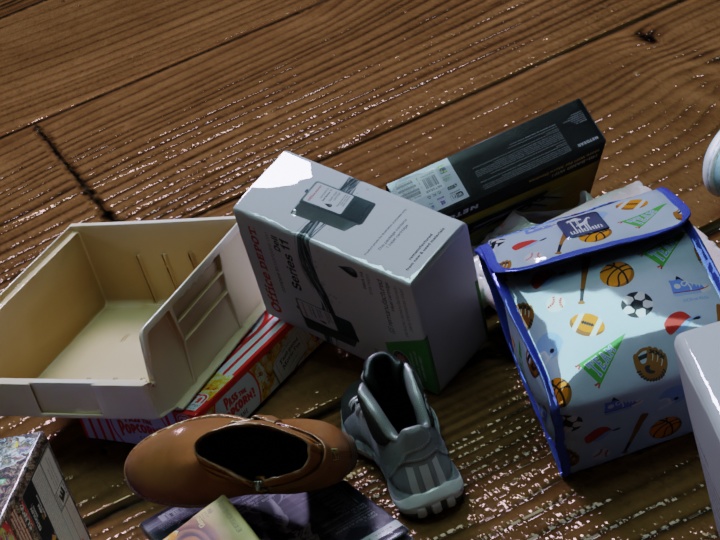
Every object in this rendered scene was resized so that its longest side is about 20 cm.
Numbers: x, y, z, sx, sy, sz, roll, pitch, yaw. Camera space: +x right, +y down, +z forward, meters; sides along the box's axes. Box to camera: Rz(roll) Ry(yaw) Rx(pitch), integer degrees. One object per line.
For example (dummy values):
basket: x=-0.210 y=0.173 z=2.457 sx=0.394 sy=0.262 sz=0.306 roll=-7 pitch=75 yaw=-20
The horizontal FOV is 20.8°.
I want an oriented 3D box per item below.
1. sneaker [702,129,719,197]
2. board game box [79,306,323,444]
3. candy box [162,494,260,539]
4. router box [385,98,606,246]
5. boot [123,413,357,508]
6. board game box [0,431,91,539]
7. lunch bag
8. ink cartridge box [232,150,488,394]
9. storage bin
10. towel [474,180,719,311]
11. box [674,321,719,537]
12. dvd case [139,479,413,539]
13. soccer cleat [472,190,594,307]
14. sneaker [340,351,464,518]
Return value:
sneaker: x=0.418 y=-0.114 z=1.781 sx=0.200 sy=0.080 sz=0.131 roll=-29 pitch=27 yaw=-18
board game box: x=-0.141 y=0.086 z=1.785 sx=0.151 sy=0.046 sz=0.200 roll=3 pitch=34 yaw=36
candy box: x=-0.099 y=0.254 z=1.403 sx=0.115 sy=0.055 sz=0.200 roll=-37 pitch=31 yaw=-6
router box: x=0.117 y=-0.064 z=1.794 sx=0.200 sy=0.157 sz=0.052 roll=-25 pitch=69 yaw=-11
boot: x=-0.107 y=0.149 z=1.513 sx=0.199 sy=0.077 sz=0.155 roll=1 pitch=-5 yaw=13
board game box: x=-0.273 y=0.244 z=1.442 sx=0.097 sy=0.160 sz=0.200 roll=-12 pitch=27 yaw=15
lunch bag: x=0.195 y=0.031 z=1.530 sx=0.170 sy=0.124 sz=0.200 roll=-16 pitch=52 yaw=-2
ink cartridge box: x=0.000 y=0.000 z=1.690 sx=0.200 sy=0.147 sz=0.083 roll=24 pitch=57 yaw=33
storage bin: x=-0.218 y=0.044 z=1.755 sx=0.200 sy=0.094 sz=0.199 roll=-1 pitch=31 yaw=31
towel: x=0.215 y=0.016 z=1.661 sx=0.191 sy=0.032 sz=0.200 roll=-25 pitch=43 yaw=-16
box: x=0.330 y=0.128 z=1.270 sx=0.199 sy=0.172 sz=0.199 roll=-17 pitch=27 yaw=3
dvd case: x=-0.070 y=0.207 z=1.546 sx=0.148 sy=0.016 sz=0.200 roll=-28 pitch=28 yaw=-20
soccer cleat: x=0.127 y=-0.013 z=1.769 sx=0.200 sy=0.078 sz=0.069 roll=-20 pitch=27 yaw=-3
sneaker: x=0.024 y=0.103 z=1.571 sx=0.075 sy=0.116 sz=0.200 roll=-23 pitch=27 yaw=-10
